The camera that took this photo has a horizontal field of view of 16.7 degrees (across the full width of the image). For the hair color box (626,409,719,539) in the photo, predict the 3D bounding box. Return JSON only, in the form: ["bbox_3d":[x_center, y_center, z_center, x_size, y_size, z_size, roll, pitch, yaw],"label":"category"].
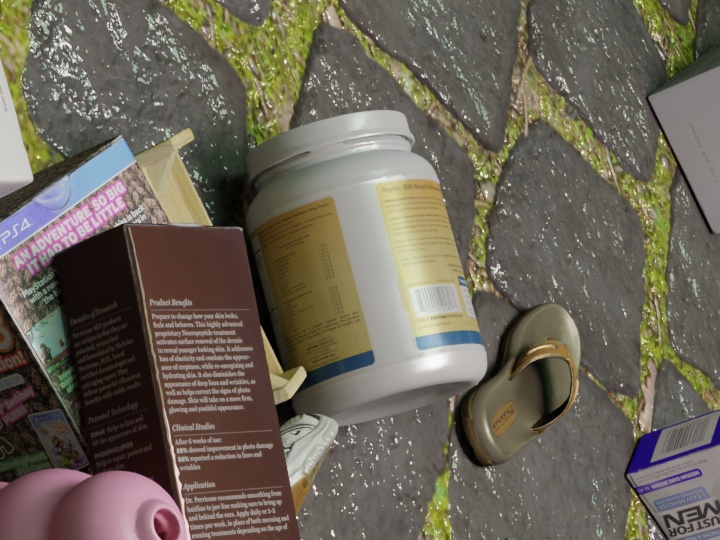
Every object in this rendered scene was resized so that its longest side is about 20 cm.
[{"bbox_3d":[0.330,0.220,2.121,0.200,0.109,0.065,54,37,-19],"label":"hair color box"}]

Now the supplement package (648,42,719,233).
[{"bbox_3d":[0.409,-0.157,2.401,0.200,0.150,0.152,-36,101,-55],"label":"supplement package"}]

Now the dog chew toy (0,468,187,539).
[{"bbox_3d":[-0.175,0.168,1.365,0.124,0.199,0.125,25,54,-41],"label":"dog chew toy"}]

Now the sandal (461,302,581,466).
[{"bbox_3d":[0.143,0.091,1.981,0.081,0.054,0.200,60,35,-12],"label":"sandal"}]

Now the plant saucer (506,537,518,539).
[{"bbox_3d":[0.107,0.287,1.857,0.070,0.019,0.200,56,35,-18],"label":"plant saucer"}]

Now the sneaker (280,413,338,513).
[{"bbox_3d":[-0.080,0.134,1.605,0.087,0.076,0.200,27,27,7],"label":"sneaker"}]

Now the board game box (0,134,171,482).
[{"bbox_3d":[-0.174,0.046,1.517,0.159,0.097,0.201,-40,105,-49],"label":"board game box"}]

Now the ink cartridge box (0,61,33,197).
[{"bbox_3d":[-0.315,-0.088,1.363,0.200,0.147,0.145,-7,78,-55],"label":"ink cartridge box"}]

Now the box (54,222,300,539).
[{"bbox_3d":[-0.108,0.077,1.448,0.100,0.075,0.201,2,75,-48],"label":"box"}]

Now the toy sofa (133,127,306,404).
[{"bbox_3d":[-0.123,0.012,1.649,0.201,0.097,0.083,64,10,-5],"label":"toy sofa"}]

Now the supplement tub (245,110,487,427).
[{"bbox_3d":[0.000,0.000,1.753,0.144,0.144,0.201,0,72,-54],"label":"supplement tub"}]
